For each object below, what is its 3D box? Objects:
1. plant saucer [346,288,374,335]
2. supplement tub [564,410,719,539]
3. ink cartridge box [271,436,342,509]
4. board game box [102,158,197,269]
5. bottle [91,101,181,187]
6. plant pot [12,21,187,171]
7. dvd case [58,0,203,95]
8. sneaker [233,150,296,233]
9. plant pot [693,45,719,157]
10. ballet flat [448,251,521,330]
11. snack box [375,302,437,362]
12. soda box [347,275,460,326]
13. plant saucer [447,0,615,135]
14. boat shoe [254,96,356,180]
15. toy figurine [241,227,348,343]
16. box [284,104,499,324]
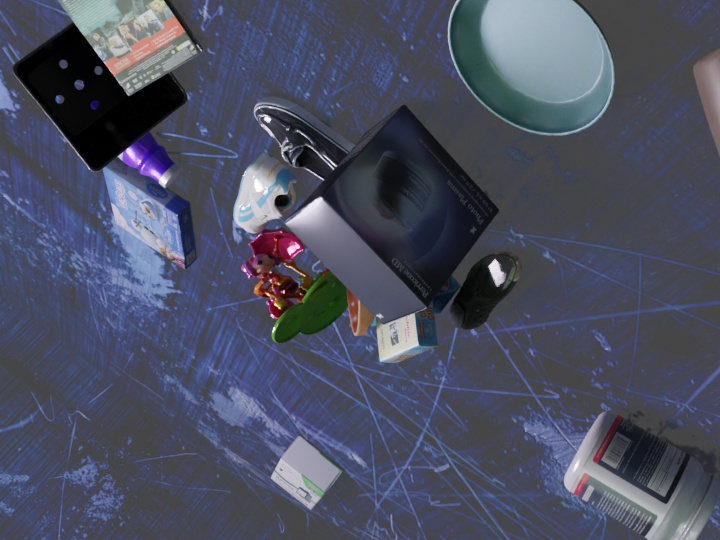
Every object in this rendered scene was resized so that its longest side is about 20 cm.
[{"bbox_3d":[0.000,0.000,1.420,0.032,0.201,0.201,-3,148,-7],"label":"plant saucer"},{"bbox_3d":[0.422,0.316,1.375,0.200,0.140,0.141,30,149,19],"label":"supplement tub"},{"bbox_3d":[-0.144,0.533,2.393,0.146,0.084,0.200,37,151,6],"label":"ink cartridge box"},{"bbox_3d":[-0.428,-0.117,1.871,0.199,0.043,0.200,33,150,15],"label":"board game box"},{"bbox_3d":[-0.418,-0.234,1.674,0.200,0.065,0.084,40,152,-1],"label":"bottle"},{"bbox_3d":[-0.440,-0.303,1.489,0.177,0.199,0.200,19,148,57],"label":"plant pot"},{"bbox_3d":[-0.349,-0.377,1.363,0.146,0.022,0.200,-25,118,19],"label":"dvd case"},{"bbox_3d":[-0.158,-0.113,1.530,0.081,0.077,0.200,34,153,6],"label":"sneaker"},{"bbox_3d":[0.380,-0.134,0.783,0.175,0.200,0.200,59,150,1],"label":"plant pot"},{"bbox_3d":[0.189,0.026,1.360,0.067,0.057,0.200,62,151,18],"label":"ballet flat"},{"bbox_3d":[0.061,0.028,1.368,0.037,0.201,0.116,3,162,-27],"label":"snack box"},{"bbox_3d":[0.068,0.036,1.481,0.068,0.064,0.200,49,150,-15],"label":"soda box"},{"bbox_3d":[0.189,-0.237,0.992,0.200,0.036,0.200,29,149,19],"label":"plant saucer"},{"bbox_3d":[-0.085,-0.184,1.352,0.200,0.068,0.072,35,150,10],"label":"boat shoe"},{"bbox_3d":[-0.132,0.010,1.580,0.184,0.200,0.150,40,145,25],"label":"toy figurine"},{"bbox_3d":[0.045,-0.072,1.221,0.200,0.199,0.123,45,151,-11],"label":"box"}]
